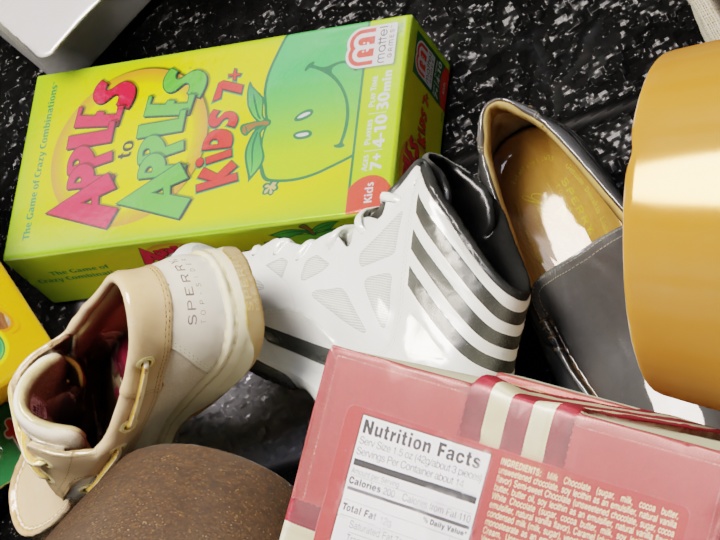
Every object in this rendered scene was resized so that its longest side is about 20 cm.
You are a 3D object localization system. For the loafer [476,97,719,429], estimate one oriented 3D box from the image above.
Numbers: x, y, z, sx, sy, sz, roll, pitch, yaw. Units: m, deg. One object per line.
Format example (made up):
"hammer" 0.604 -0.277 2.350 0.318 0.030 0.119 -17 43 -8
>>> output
"loafer" 0.097 0.012 0.957 0.073 0.072 0.200 -36 54 4

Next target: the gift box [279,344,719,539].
"gift box" 0.071 0.139 0.837 0.184 0.187 0.201 20 94 32

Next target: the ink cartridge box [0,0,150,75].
"ink cartridge box" -0.157 -0.173 1.192 0.116 0.068 0.200 -48 50 -3

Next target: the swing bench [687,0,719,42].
"swing bench" 0.191 -0.195 0.931 0.200 0.130 0.199 -27 96 15

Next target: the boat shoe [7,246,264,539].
"boat shoe" -0.114 0.054 0.993 0.200 0.069 0.074 -51 50 42

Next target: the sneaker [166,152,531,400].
"sneaker" 0.000 0.000 0.991 0.200 0.076 0.116 27 94 44

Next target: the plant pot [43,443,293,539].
"plant pot" -0.083 0.175 0.916 0.186 0.187 0.200 -2 48 27

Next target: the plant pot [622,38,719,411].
"plant pot" 0.195 -0.015 0.826 0.183 0.200 0.201 2 65 21

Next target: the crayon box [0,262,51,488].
"crayon box" -0.225 0.018 1.055 0.127 0.051 0.200 -32 83 -24

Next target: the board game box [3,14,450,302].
"board game box" -0.062 -0.050 1.091 0.199 0.048 0.102 -7 61 25
